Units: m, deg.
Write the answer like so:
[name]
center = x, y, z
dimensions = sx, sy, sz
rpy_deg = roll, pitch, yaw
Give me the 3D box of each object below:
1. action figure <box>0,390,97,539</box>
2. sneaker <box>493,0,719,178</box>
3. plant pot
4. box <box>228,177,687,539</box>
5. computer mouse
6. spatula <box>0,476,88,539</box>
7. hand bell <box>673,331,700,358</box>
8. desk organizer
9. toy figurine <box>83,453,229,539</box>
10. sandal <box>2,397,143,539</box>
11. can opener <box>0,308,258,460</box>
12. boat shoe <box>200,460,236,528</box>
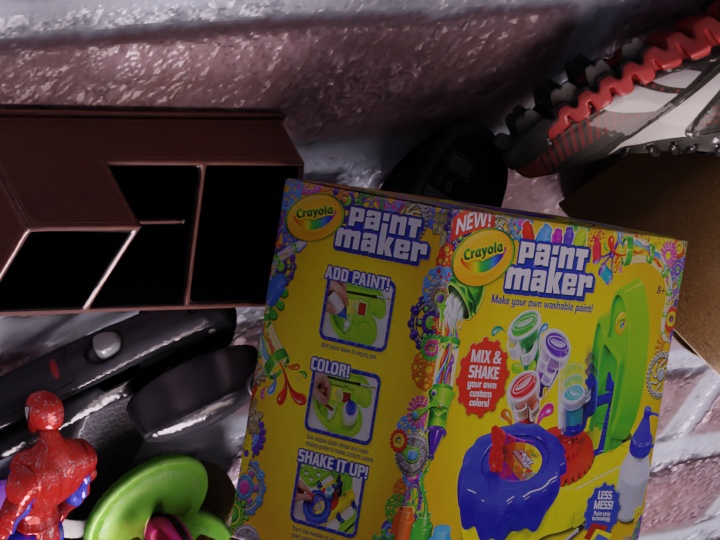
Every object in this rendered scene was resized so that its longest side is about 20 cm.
[action figure]
center = -0.180, 0.149, 1.639
dimensions = 0.065, 0.052, 0.200
rpy_deg = -20, 135, -39
[sneaker]
center = 0.174, -0.091, 1.651
dimensions = 0.200, 0.098, 0.071
rpy_deg = -28, -169, -5
[plant pot]
center = 0.248, -0.041, 1.746
dimensions = 0.200, 0.186, 0.186
rpy_deg = -45, 149, 5
[box]
center = 0.053, 0.061, 1.585
dimensions = 0.200, 0.122, 0.193
rpy_deg = 5, 94, -48
[computer mouse]
center = 0.000, 0.000, 1.643
dimensions = 0.140, 0.046, 0.201
rpy_deg = 23, 87, -47
[spatula]
center = -0.170, 0.144, 1.703
dimensions = 0.200, 0.021, 0.057
rpy_deg = 7, 119, -48
[hand bell]
center = 0.275, 0.004, 1.935
dimensions = 0.104, 0.104, 0.200
rpy_deg = -44, 161, 23
[desk organizer]
center = -0.115, -0.029, 1.513
dimensions = 0.200, 0.077, 0.072
rpy_deg = -2, 140, -41
[toy figurine]
center = -0.083, 0.233, 1.711
dimensions = 0.150, 0.184, 0.200
rpy_deg = -19, 141, -33
[sandal]
center = -0.177, 0.127, 1.738
dimensions = 0.076, 0.043, 0.200
rpy_deg = 8, 122, -50
[can opener]
center = -0.154, 0.063, 1.639
dimensions = 0.199, 0.079, 0.063
rpy_deg = -19, 143, 6
[boat shoe]
center = -0.155, 0.192, 1.818
dimensions = 0.201, 0.072, 0.066
rpy_deg = -33, 143, -4
